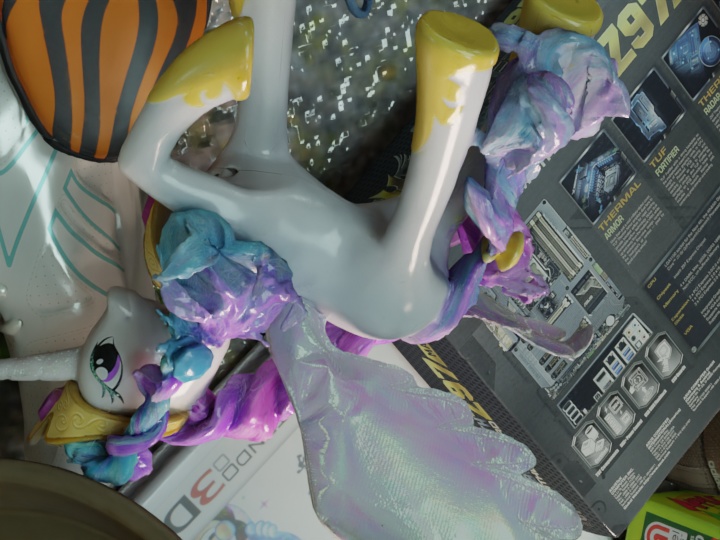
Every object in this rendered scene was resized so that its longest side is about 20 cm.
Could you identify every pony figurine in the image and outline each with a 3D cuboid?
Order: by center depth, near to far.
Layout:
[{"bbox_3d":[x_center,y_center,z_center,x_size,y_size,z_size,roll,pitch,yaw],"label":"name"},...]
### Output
[{"bbox_3d":[0.000,0.000,0.806,0.192,0.167,0.200,18,121,-11],"label":"pony figurine"}]

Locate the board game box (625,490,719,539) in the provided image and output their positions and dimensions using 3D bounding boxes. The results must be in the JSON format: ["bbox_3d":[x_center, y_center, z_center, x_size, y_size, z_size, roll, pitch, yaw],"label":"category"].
[{"bbox_3d":[0.137,0.188,1.054,0.101,0.048,0.201,0,104,-46],"label":"board game box"}]

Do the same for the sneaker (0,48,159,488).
[{"bbox_3d":[-0.109,-0.018,0.878,0.080,0.070,0.201,0,96,-23],"label":"sneaker"}]

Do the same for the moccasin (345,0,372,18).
[{"bbox_3d":[-0.003,-0.131,0.829,0.080,0.200,0.068,29,73,-5],"label":"moccasin"}]

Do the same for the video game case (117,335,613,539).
[{"bbox_3d":[-0.005,0.124,0.990,0.182,0.024,0.200,-47,120,-10],"label":"video game case"}]

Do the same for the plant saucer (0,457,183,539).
[{"bbox_3d":[-0.112,0.158,0.831,0.029,0.199,0.201,2,107,-72],"label":"plant saucer"}]

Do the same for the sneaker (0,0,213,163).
[{"bbox_3d":[-0.069,-0.129,0.787,0.077,0.112,0.201,1,97,-14],"label":"sneaker"}]

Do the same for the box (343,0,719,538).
[{"bbox_3d":[0.098,-0.027,0.978,0.200,0.051,0.158,-51,120,-17],"label":"box"}]

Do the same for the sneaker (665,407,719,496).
[{"bbox_3d":[0.200,0.027,1.044,0.200,0.075,0.071,-37,117,-14],"label":"sneaker"}]
